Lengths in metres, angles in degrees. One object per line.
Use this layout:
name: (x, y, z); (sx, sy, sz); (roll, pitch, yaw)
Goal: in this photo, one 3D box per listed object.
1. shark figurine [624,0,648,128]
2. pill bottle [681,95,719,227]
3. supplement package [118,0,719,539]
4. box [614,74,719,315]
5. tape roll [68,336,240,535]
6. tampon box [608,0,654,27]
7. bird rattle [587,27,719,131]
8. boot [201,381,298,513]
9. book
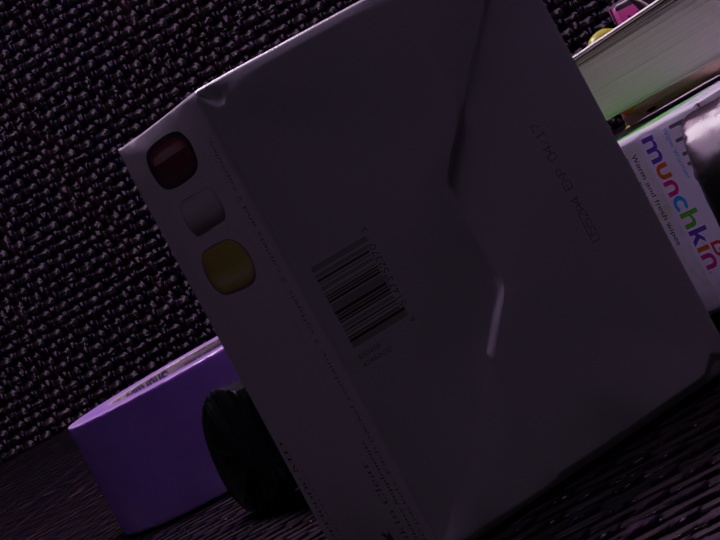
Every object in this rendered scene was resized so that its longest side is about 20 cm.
shark figurine: (0.192, -0.097, 1.446); (0.128, 0.089, 0.216); (-15, 42, 45)
pill bottle: (0.230, -0.068, 0.872); (0.199, 0.112, 0.112); (-29, 3, 17)
supplement package: (0.024, -0.006, 0.920); (0.155, 0.201, 0.111); (-30, 3, -23)
box: (0.193, -0.049, 1.107); (0.199, 0.097, 0.176); (-30, 0, -35)
tape roll: (-0.094, 0.095, 1.544); (0.199, 0.085, 0.200); (-30, 2, 1)
tampon box: (0.268, -0.154, 1.640); (0.126, 0.151, 0.200); (-28, 3, 8)
bird rattle: (0.223, -0.107, 1.300); (0.198, 0.114, 0.163); (-12, -8, 25)
boot: (0.009, 0.060, 1.245); (0.161, 0.074, 0.198); (-23, -10, -24)
book: (0.195, -0.136, 1.121); (0.199, 0.048, 0.134); (-32, -2, 5)
